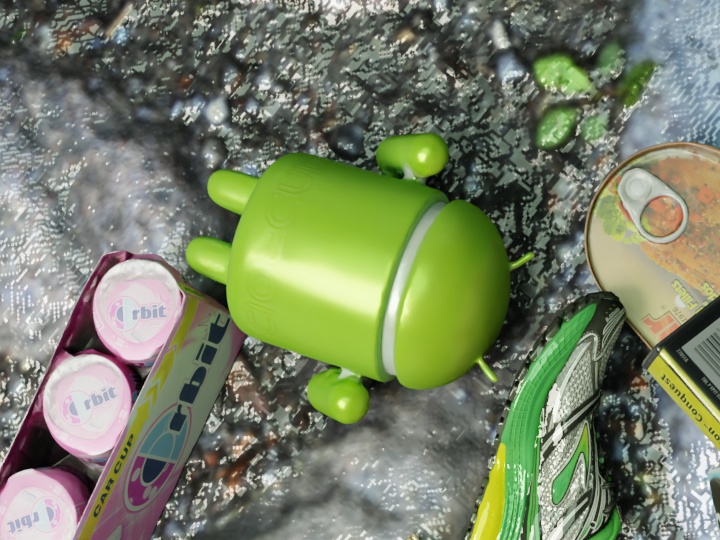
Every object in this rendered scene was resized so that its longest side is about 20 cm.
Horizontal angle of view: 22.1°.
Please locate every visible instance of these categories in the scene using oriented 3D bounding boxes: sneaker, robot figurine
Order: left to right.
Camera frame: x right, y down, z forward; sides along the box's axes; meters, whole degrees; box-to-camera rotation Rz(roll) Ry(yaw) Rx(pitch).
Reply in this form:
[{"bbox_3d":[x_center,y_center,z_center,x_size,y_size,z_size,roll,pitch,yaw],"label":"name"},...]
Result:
[{"bbox_3d":[0.000,0.000,1.091,0.198,0.116,0.177,17,86,17],"label":"robot figurine"},{"bbox_3d":[0.119,0.109,1.067,0.084,0.078,0.202,17,97,9],"label":"sneaker"}]

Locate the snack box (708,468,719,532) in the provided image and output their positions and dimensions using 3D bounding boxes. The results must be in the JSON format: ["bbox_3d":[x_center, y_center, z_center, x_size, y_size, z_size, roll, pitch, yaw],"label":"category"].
[{"bbox_3d":[0.262,0.198,0.984,0.115,0.037,0.202,-5,79,-21],"label":"snack box"}]

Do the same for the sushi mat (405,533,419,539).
[{"bbox_3d":[0.052,0.265,1.084,0.095,0.012,0.201,-37,73,5],"label":"sushi mat"}]

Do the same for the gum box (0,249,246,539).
[{"bbox_3d":[-0.148,0.091,1.118,0.066,0.113,0.202,25,87,18],"label":"gum box"}]

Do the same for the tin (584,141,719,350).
[{"bbox_3d":[0.214,0.016,1.070,0.112,0.042,0.201,-39,73,2],"label":"tin"}]

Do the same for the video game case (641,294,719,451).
[{"bbox_3d":[0.277,0.064,0.989,0.199,0.026,0.181,-33,73,-29],"label":"video game case"}]
